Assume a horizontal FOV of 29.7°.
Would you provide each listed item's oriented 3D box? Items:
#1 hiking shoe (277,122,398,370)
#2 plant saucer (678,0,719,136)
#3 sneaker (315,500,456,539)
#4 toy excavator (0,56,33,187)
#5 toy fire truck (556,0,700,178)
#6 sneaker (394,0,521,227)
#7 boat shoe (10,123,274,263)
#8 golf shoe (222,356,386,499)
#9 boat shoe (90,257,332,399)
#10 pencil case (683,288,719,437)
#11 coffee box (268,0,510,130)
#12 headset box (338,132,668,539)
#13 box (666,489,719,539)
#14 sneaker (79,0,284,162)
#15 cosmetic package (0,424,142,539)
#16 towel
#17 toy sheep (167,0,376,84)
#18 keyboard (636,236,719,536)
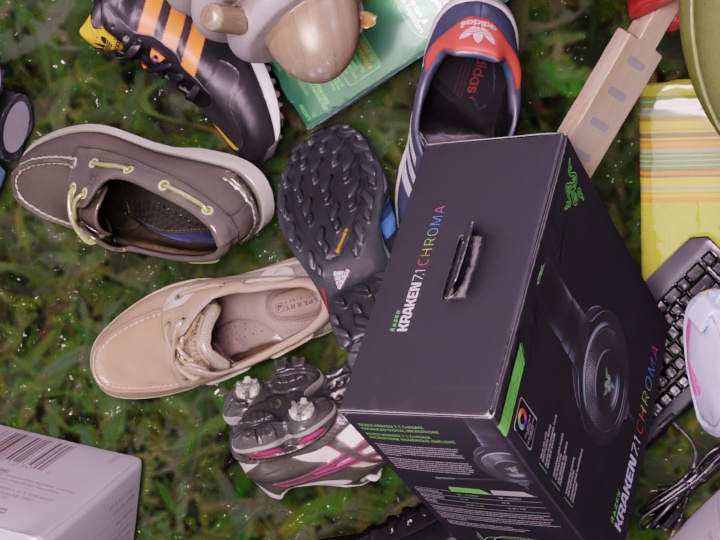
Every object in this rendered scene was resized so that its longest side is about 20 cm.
[{"bbox_3d":[0.000,0.000,0.851,0.073,0.087,0.202,-21,56,7],"label":"hiking shoe"},{"bbox_3d":[0.240,-0.152,0.758,0.031,0.198,0.203,14,106,52],"label":"plant saucer"},{"bbox_3d":[0.049,0.155,0.888,0.197,0.073,0.114,-2,97,15],"label":"sneaker"},{"bbox_3d":[-0.301,-0.038,0.914,0.098,0.195,0.203,16,75,9],"label":"toy excavator"},{"bbox_3d":[0.112,-0.170,0.743,0.174,0.128,0.203,9,65,-27],"label":"toy fire truck"},{"bbox_3d":[0.057,-0.060,0.825,0.074,0.085,0.203,3,118,4],"label":"sneaker"},{"bbox_3d":[-0.155,-0.047,0.887,0.199,0.060,0.073,9,126,26],"label":"boat shoe"},{"bbox_3d":[0.011,0.092,0.896,0.197,0.078,0.089,-14,132,3],"label":"golf shoe"},{"bbox_3d":[-0.101,0.041,0.907,0.197,0.065,0.073,-17,95,17],"label":"boat shoe"},{"bbox_3d":[0.287,0.045,0.782,0.197,0.084,0.092,-7,130,-2],"label":"pencil case"},{"bbox_3d":[0.020,-0.191,0.851,0.199,0.044,0.124,-32,92,16],"label":"coffee box"},{"bbox_3d":[0.086,0.046,0.755,0.092,0.176,0.200,-1,144,33],"label":"headset box"},{"bbox_3d":[0.263,0.213,0.830,0.152,0.106,0.200,44,105,2],"label":"box"},{"bbox_3d":[-0.128,-0.146,0.860,0.089,0.070,0.202,-29,89,-25],"label":"sneaker"},{"bbox_3d":[-0.261,0.228,0.924,0.165,0.166,0.203,10,103,11],"label":"cosmetic package"},{"bbox_3d":[0.218,-0.018,0.851,0.085,0.018,0.203,1,101,19],"label":"towel"},{"bbox_3d":[-0.063,-0.195,0.780,0.137,0.138,0.202,-31,81,16],"label":"toy sheep"},{"bbox_3d":[0.189,0.089,0.861,0.127,0.021,0.200,44,111,7],"label":"keyboard"}]
